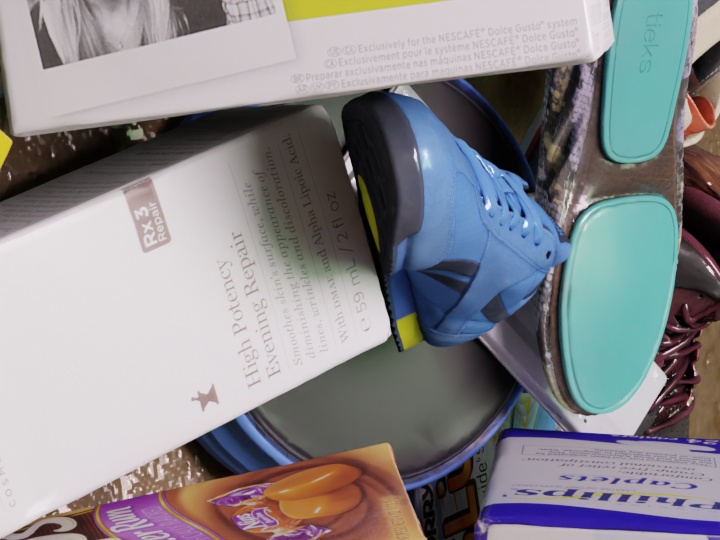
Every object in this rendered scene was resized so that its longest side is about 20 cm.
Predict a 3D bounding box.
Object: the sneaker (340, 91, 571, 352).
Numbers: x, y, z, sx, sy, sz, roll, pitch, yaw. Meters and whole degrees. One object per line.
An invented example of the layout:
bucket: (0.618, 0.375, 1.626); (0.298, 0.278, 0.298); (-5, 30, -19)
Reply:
sneaker: (0.038, -0.025, 0.941); (0.200, 0.078, 0.066); (75, 1, -71)

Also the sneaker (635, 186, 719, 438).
sneaker: (0.153, 0.037, 1.216); (0.076, 0.115, 0.201); (-40, 118, -44)

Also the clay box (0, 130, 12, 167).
clay box: (-0.200, 0.031, 0.786); (0.048, 0.114, 0.201); (46, 55, -38)

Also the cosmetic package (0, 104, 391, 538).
cosmetic package: (-0.093, 0.016, 0.914); (0.199, 0.074, 0.102); (-28, 107, -34)

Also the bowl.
bowl: (0.000, 0.000, 1.051); (0.199, 0.039, 0.202); (0, 90, -36)

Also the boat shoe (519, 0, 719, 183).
boat shoe: (0.138, -0.089, 1.104); (0.200, 0.063, 0.071); (-54, 165, 22)

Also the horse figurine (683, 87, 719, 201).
horse figurine: (0.149, -0.122, 1.188); (0.050, 0.132, 0.202); (30, 58, -43)

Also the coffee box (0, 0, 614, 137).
coffee box: (-0.020, -0.163, 0.889); (0.200, 0.198, 0.200); (-43, 126, -81)

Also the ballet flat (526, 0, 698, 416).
ballet flat: (0.101, -0.042, 1.049); (0.072, 0.072, 0.202); (-11, 111, -50)

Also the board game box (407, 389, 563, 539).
board game box: (0.050, 0.050, 1.152); (0.135, 0.034, 0.202); (-10, 96, -50)

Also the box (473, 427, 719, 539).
box: (0.094, 0.171, 0.995); (0.200, 0.104, 0.186); (-47, 141, -82)

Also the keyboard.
keyboard: (0.064, 0.005, 1.069); (0.200, 0.011, 0.056); (47, 59, -27)

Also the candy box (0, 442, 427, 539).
candy box: (-0.074, 0.120, 0.851); (0.117, 0.198, 0.057); (-116, -167, -75)

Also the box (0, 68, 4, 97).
box: (-0.168, -0.156, 0.883); (0.082, 0.049, 0.202); (-27, 109, -48)
